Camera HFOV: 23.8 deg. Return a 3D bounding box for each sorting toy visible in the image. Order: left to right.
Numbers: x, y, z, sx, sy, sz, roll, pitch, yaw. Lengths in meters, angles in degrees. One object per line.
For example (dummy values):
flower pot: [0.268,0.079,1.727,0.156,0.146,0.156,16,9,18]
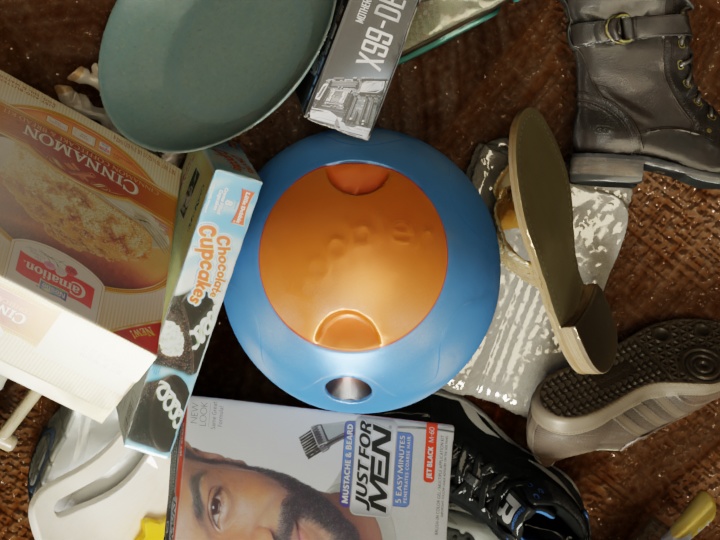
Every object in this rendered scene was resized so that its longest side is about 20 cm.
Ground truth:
sorting toy: [-0.150,0.202,1.277,0.199,0.107,0.181,-36,113,-4]

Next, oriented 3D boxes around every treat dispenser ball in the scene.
treat dispenser ball: [0.000,0.000,1.212,0.199,0.201,0.203,-1,104,-5]

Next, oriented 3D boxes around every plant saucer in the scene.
plant saucer: [-0.093,-0.164,1.194,0.201,0.201,0.039,-43,141,6]

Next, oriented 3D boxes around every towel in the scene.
towel: [0.119,0.008,1.312,0.132,0.034,0.201,19,102,-8]

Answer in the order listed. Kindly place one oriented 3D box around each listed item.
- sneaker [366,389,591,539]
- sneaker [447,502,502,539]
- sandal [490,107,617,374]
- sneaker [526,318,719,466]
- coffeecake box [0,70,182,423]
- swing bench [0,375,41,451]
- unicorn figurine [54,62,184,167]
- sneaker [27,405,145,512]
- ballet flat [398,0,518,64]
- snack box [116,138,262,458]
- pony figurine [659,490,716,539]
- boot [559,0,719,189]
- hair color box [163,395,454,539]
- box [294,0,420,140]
sneaker: [0.094,0.157,1.305,0.199,0.112,0.073,28,99,-11]
sneaker: [0.036,0.209,1.330,0.199,0.079,0.074,25,99,-12]
sandal: [0.121,-0.014,1.255,0.069,0.078,0.213,-5,118,36]
sneaker: [0.215,0.096,1.327,0.199,0.071,0.076,-13,141,-19]
coffeecake box: [-0.205,-0.020,1.112,0.153,0.201,0.073,29,123,-21]
swing bench: [-0.303,0.038,1.197,0.200,0.130,0.199,40,121,-4]
unicorn figurine: [-0.212,-0.056,1.243,0.199,0.074,0.138,-34,100,6]
sneaker: [-0.183,0.100,1.296,0.087,0.075,0.201,19,108,-22]
ballet flat: [0.094,-0.214,1.231,0.199,0.067,0.063,-25,99,11]
snack box: [-0.122,0.014,1.177,0.037,0.116,0.201,16,103,-17]
pony figurine: [0.196,0.282,1.324,0.199,0.166,0.194,-20,131,-27]
boot: [0.235,-0.149,1.257,0.198,0.069,0.176,1,89,-5]
hair color box: [-0.037,0.157,1.229,0.198,0.064,0.112,7,78,-13]
box: [0.012,-0.203,1.185,0.049,0.158,0.201,19,102,-10]
